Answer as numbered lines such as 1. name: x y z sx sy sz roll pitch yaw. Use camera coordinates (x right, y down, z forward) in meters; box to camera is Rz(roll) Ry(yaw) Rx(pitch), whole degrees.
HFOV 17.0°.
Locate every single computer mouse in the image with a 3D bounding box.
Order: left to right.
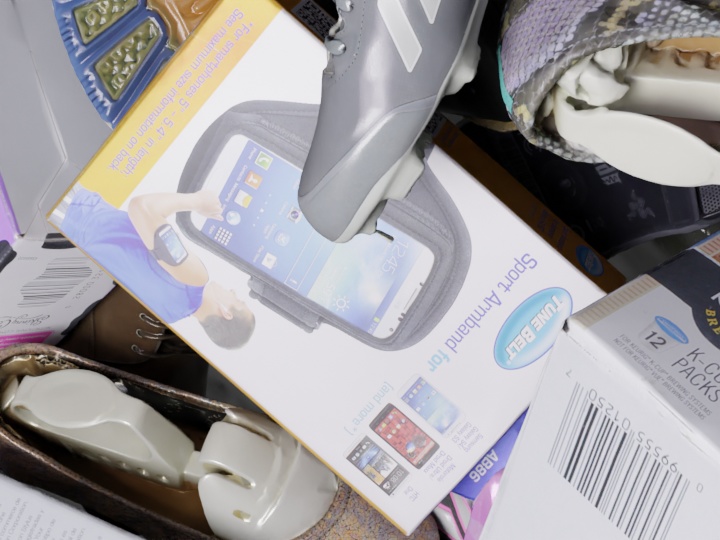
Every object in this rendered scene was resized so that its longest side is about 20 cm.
1. computer mouse: 0.122 -0.024 0.879 0.199 0.046 0.141 -27 97 48

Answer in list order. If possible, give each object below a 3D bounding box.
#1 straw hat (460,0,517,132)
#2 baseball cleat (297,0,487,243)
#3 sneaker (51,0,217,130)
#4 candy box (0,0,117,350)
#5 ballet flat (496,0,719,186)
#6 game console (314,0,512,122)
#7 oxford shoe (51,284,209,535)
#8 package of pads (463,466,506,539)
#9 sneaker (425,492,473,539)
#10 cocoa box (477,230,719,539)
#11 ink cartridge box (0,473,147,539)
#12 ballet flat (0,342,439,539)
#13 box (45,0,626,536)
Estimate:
1. straw hat: 0.081 -0.151 0.856 0.201 0.084 0.203 33 127 58
2. baseball cleat: 0.004 -0.114 0.748 0.106 0.070 0.201 24 93 -11
3. sneaker: -0.049 -0.060 0.923 0.075 0.088 0.201 -34 97 5
4. candy box: -0.182 -0.036 0.996 0.200 0.071 0.169 -42 61 43
5. ballet flat: 0.139 -0.051 0.748 0.198 0.072 0.073 5 103 10
6. game console: 0.011 -0.162 0.881 0.177 0.116 0.200 57 164 -21
7. oxford shoe: -0.087 0.019 0.986 0.084 0.072 0.202 27 119 57
8. package of pads: 0.115 0.155 0.794 0.200 0.075 0.121 43 140 27
9. sneaker: 0.078 0.105 0.934 0.200 0.080 0.087 46 130 23
10. cocoa box: 0.150 0.094 0.679 0.200 0.131 0.134 42 139 26
11. ink cartridge box: -0.113 0.126 0.973 0.199 0.196 0.044 20 76 24
12. ballet flat: -0.066 0.076 0.922 0.198 0.068 0.067 14 152 19
13. box: 0.000 0.000 0.859 0.200 0.041 0.119 41 109 -1
